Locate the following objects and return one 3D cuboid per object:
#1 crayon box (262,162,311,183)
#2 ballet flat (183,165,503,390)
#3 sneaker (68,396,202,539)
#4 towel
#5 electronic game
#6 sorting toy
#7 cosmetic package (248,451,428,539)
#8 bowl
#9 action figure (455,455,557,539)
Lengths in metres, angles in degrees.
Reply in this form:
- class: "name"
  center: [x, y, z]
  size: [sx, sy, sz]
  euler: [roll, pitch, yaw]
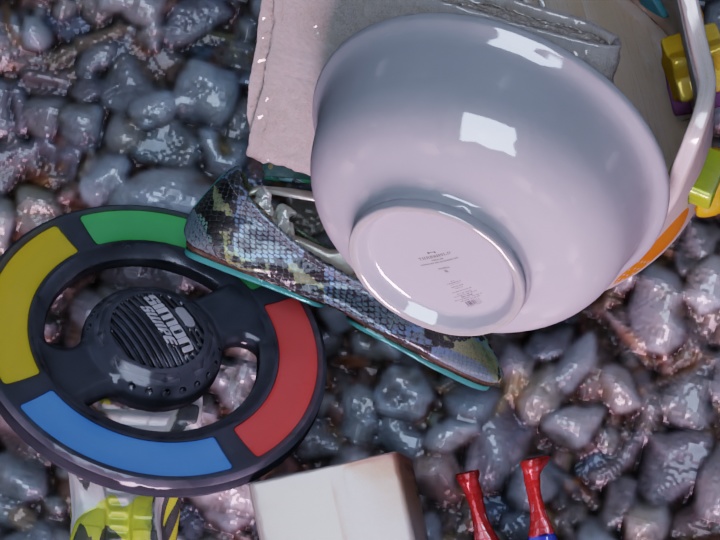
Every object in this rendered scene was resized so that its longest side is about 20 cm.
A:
- class: "crayon box"
  center: [0.014, -0.147, 1.597]
  size: [0.119, 0.058, 0.200]
  euler: [4, 93, 14]
- class: "ballet flat"
  center: [0.000, 0.000, 1.582]
  size: [0.200, 0.074, 0.074]
  euler: [24, 85, -8]
- class: "sneaker"
  center: [-0.136, 0.131, 1.591]
  size: [0.074, 0.085, 0.200]
  euler: [10, 62, 0]
- class: "towel"
  center: [0.035, -0.095, 1.525]
  size: [0.200, 0.034, 0.133]
  euler: [18, 123, 12]
- class: "electronic game"
  center: [-0.116, 0.042, 1.569]
  size: [0.200, 0.042, 0.200]
  euler: [9, 48, -11]
- class: "sorting toy"
  center: [0.158, -0.107, 1.530]
  size: [0.107, 0.180, 0.200]
  euler: [-10, 79, -5]
- class: "cosmetic package"
  center: [0.005, 0.207, 1.555]
  size: [0.087, 0.103, 0.200]
  euler: [-12, 83, 4]
- class: "bowl"
  center: [0.053, -0.031, 1.460]
  size: [0.201, 0.201, 0.090]
  euler: [22, 53, 7]
- class: "action figure"
  center: [0.102, 0.206, 1.575]
  size: [0.065, 0.052, 0.200]
  euler: [-12, 87, 8]
